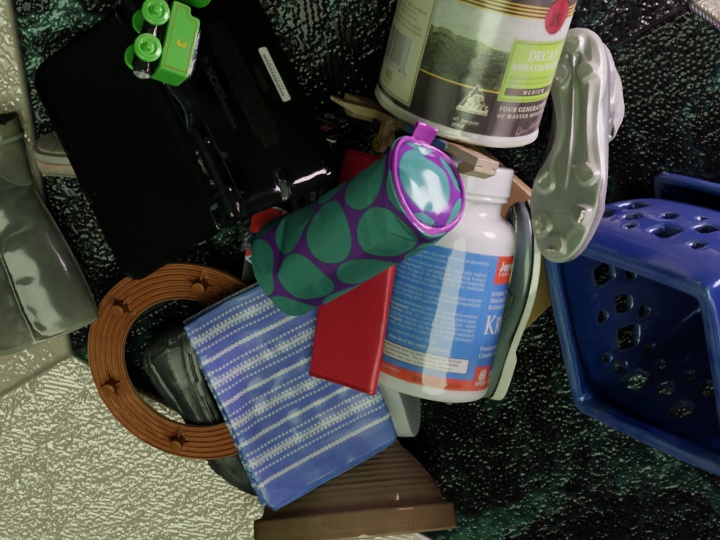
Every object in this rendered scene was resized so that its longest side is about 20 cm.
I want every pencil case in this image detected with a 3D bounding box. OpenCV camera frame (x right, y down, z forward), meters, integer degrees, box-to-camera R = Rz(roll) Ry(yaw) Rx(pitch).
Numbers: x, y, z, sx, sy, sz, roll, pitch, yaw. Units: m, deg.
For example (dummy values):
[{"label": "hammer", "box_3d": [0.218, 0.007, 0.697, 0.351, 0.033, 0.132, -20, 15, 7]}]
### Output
[{"label": "pencil case", "box_3d": [-0.007, -0.036, 1.050, 0.084, 0.094, 0.199, 21, 148, -34]}]

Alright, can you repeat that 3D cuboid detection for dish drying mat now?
[{"label": "dish drying mat", "box_3d": [0.000, 0.000, 1.127, 0.018, 0.076, 0.203, 0, 101, -52]}]

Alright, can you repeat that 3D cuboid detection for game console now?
[{"label": "game console", "box_3d": [-0.145, -0.123, 1.095, 0.175, 0.116, 0.202, -24, 86, -33]}]

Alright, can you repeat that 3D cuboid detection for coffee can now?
[{"label": "coffee can", "box_3d": [0.103, -0.222, 1.063, 0.144, 0.147, 0.202, 10, 116, -10]}]

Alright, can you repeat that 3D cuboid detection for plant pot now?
[{"label": "plant pot", "box_3d": [0.301, 0.033, 1.168, 0.179, 0.199, 0.202, -31, 121, -28]}, {"label": "plant pot", "box_3d": [-0.009, 0.215, 1.278, 0.198, 0.201, 0.094, -6, 79, -2]}]

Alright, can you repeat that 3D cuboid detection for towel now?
[{"label": "towel", "box_3d": [-0.059, 0.102, 1.172, 0.144, 0.024, 0.202, -26, 111, -11]}]

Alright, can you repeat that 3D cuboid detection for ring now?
[{"label": "ring", "box_3d": [-0.157, 0.088, 1.200, 0.198, 0.019, 0.203, 4, 114, 9]}]

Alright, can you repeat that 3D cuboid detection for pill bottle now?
[{"label": "pill bottle", "box_3d": [0.076, 0.004, 1.143, 0.111, 0.112, 0.203, 8, 100, -9]}]

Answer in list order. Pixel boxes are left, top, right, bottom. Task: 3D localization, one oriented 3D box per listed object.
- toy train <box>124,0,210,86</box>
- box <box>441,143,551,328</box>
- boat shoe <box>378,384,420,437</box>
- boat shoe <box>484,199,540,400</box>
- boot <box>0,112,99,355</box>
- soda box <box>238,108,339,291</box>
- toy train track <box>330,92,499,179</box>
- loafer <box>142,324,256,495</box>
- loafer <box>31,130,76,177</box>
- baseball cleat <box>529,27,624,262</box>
[{"label": "toy train", "box_3d": [-0.140, -0.242, 1.034, 0.056, 0.042, 0.203, 16, 76, -22]}, {"label": "box", "box_3d": [0.102, -0.019, 1.233, 0.199, 0.021, 0.164, 38, 108, -22]}, {"label": "boat shoe", "box_3d": [0.005, 0.082, 1.244, 0.065, 0.074, 0.202, -4, 122, 19]}, {"label": "boat shoe", "box_3d": [0.121, 0.028, 1.206, 0.061, 0.073, 0.202, 7, 116, -7]}, {"label": "boot", "box_3d": [-0.344, -0.021, 1.156, 0.179, 0.073, 0.202, -13, 113, 1]}, {"label": "soda box", "box_3d": [-0.068, -0.043, 1.178, 0.062, 0.071, 0.202, 10, 115, -4]}, {"label": "toy train track", "box_3d": [0.043, -0.106, 1.089, 0.114, 0.200, 0.033, 9, 105, -36]}, {"label": "loafer", "box_3d": [-0.131, 0.136, 1.262, 0.070, 0.068, 0.202, -21, 115, 26]}, {"label": "loafer", "box_3d": [-0.184, -0.096, 1.146, 0.197, 0.072, 0.064, -8, 125, -4]}, {"label": "baseball cleat", "box_3d": [0.197, -0.104, 1.133, 0.069, 0.106, 0.203, 7, 89, 33]}]
